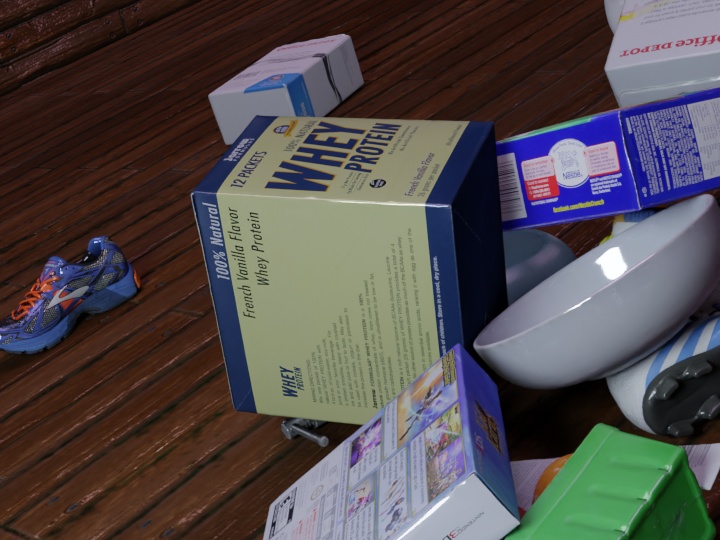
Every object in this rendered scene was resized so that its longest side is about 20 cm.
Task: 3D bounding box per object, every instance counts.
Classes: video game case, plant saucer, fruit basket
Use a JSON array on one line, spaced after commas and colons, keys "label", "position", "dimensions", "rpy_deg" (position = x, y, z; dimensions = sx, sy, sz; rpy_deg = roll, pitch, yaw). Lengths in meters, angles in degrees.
[{"label": "video game case", "position": [0.012, 0.150, 0.835], "dimensions": [0.181, 0.045, 0.200], "rpy_deg": [-42, 12, 13]}, {"label": "plant saucer", "position": [0.098, -0.001, 1.237], "dimensions": [0.197, 0.028, 0.200], "rpy_deg": [-13, 15, 4]}, {"label": "fruit basket", "position": [0.105, 0.169, 0.811], "dimensions": [0.199, 0.094, 0.185], "rpy_deg": [-20, 14, 44]}]

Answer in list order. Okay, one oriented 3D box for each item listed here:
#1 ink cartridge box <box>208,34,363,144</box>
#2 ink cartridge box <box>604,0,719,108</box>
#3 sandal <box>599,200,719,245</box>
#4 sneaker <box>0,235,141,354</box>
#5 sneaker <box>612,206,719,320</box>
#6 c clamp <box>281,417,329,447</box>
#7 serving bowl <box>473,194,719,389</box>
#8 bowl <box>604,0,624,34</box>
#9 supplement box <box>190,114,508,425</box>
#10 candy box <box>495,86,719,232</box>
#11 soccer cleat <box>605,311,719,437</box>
[{"label": "ink cartridge box", "position": [-0.106, -0.269, 2.001], "dimensions": [0.143, 0.085, 0.200], "rpy_deg": [-3, 27, 34]}, {"label": "ink cartridge box", "position": [0.352, -0.225, 1.367], "dimensions": [0.144, 0.145, 0.201], "rpy_deg": [-4, 46, 33]}, {"label": "sandal", "position": [0.284, -0.017, 1.117], "dimensions": [0.198, 0.081, 0.087], "rpy_deg": [-19, -13, 15]}, {"label": "sneaker", "position": [-0.338, 0.027, 1.490], "dimensions": [0.075, 0.079, 0.199], "rpy_deg": [4, 31, 46]}, {"label": "sneaker", "position": [0.284, -0.002, 1.024], "dimensions": [0.198, 0.090, 0.075], "rpy_deg": [4, 6, 44]}, {"label": "c clamp", "position": [0.005, 0.087, 1.149], "dimensions": [0.199, 0.027, 0.170], "rpy_deg": [-31, 20, -26]}, {"label": "serving bowl", "position": [0.179, 0.027, 0.956], "dimensions": [0.199, 0.066, 0.200], "rpy_deg": [-33, 3, 2]}, {"label": "bowl", "position": [0.407, -0.298, 1.614], "dimensions": [0.198, 0.076, 0.199], "rpy_deg": [-3, 5, 34]}, {"label": "supplement box", "position": [0.000, 0.000, 1.038], "dimensions": [0.197, 0.202, 0.135], "rpy_deg": [4, 32, 19]}, {"label": "candy box", "position": [0.222, -0.091, 1.045], "dimensions": [0.198, 0.078, 0.168], "rpy_deg": [-14, 3, -32]}, {"label": "soccer cleat", "position": [0.264, 0.048, 0.959], "dimensions": [0.198, 0.071, 0.086], "rpy_deg": [-24, 22, -14]}]
